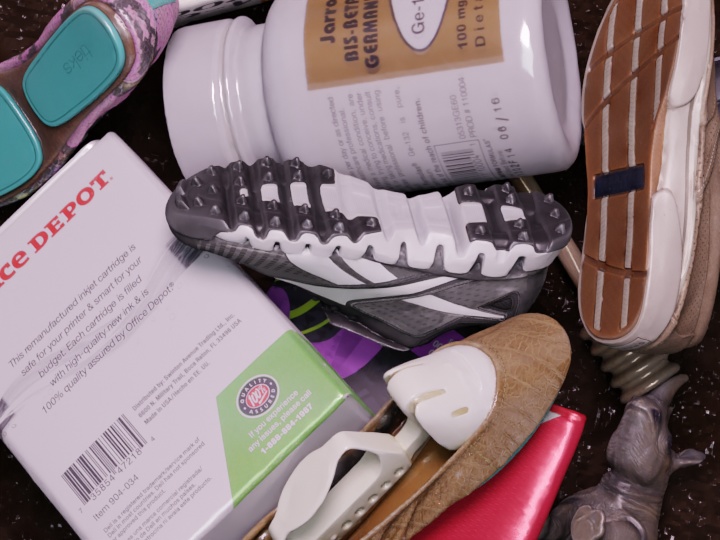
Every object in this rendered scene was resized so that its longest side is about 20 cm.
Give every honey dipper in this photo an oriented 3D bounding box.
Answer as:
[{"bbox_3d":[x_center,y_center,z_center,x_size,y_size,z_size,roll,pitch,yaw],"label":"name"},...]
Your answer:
[{"bbox_3d":[0.105,-0.023,1.094,0.038,0.038,0.201,-30,86,0],"label":"honey dipper"}]

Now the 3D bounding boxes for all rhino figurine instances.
[{"bbox_3d":[0.123,0.143,1.071,0.060,0.087,0.201,26,88,38],"label":"rhino figurine"}]

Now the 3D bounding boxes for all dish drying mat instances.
[{"bbox_3d":[0.038,0.149,0.990,0.076,0.018,0.201,20,76,29],"label":"dish drying mat"}]

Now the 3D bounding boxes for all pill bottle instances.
[{"bbox_3d":[0.006,-0.095,1.040,0.198,0.114,0.115,-7,90,15],"label":"pill bottle"}]

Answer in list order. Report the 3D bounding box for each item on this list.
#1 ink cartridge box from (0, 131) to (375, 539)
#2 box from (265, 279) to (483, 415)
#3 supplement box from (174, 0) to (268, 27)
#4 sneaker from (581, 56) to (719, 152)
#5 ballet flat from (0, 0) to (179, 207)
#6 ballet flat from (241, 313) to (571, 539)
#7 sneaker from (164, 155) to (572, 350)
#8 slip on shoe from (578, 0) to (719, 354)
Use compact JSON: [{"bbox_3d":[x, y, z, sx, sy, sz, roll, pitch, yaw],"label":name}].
[{"bbox_3d":[-0.108,0.053,1.032,0.145,0.084,0.200,-43,66,-1],"label":"ink cartridge box"},{"bbox_3d":[-0.022,0.091,1.061,0.143,0.036,0.201,35,86,20],"label":"box"},{"bbox_3d":[-0.076,-0.240,1.073,0.125,0.074,0.202,-16,90,0],"label":"supplement box"},{"bbox_3d":[0.220,-0.064,1.076,0.198,0.075,0.115,-17,90,5],"label":"sneaker"},{"bbox_3d":[-0.158,-0.090,1.058,0.200,0.071,0.069,-33,88,40],"label":"ballet flat"},{"bbox_3d":[0.016,0.087,0.974,0.200,0.072,0.068,-42,49,4],"label":"ballet flat"},{"bbox_3d":[0.000,0.000,1.000,0.198,0.067,0.091,5,125,-12],"label":"sneaker"},{"bbox_3d":[0.155,-0.058,1.019,0.060,0.076,0.202,10,80,-33],"label":"slip on shoe"}]
